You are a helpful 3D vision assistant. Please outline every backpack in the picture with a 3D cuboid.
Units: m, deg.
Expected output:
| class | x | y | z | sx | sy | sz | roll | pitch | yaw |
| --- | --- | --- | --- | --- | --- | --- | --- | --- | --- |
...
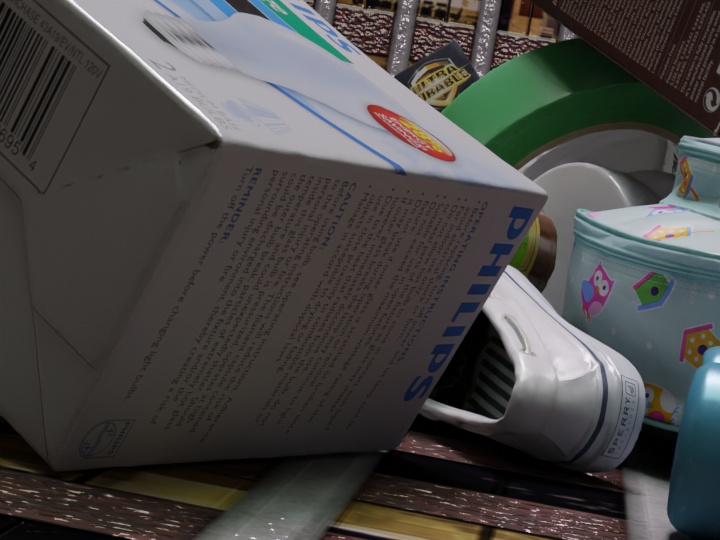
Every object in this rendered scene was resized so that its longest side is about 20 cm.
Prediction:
| class | x | y | z | sx | sy | sz | roll | pitch | yaw |
| --- | --- | --- | --- | --- | --- | --- | --- | --- | --- |
| backpack | 0.190 | 0.019 | 0.901 | 0.199 | 0.155 | 0.176 | -1 | 13 | -28 |

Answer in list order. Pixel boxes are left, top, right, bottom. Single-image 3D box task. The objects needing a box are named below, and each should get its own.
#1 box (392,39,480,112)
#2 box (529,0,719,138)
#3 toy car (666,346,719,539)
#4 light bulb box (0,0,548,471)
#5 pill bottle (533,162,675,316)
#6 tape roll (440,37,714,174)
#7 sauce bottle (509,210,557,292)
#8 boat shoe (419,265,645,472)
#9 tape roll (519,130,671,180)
| class | x | y | z | sx | sy | sz | roll | pitch | yaw |
| --- | --- | --- | --- | --- | --- | --- | --- | --- | --- |
| box | 0.011 | -0.060 | 1.296 | 0.158 | 0.046 | 0.200 | -31 | -14 | -1 |
| box | 0.177 | -0.132 | 1.033 | 0.100 | 0.075 | 0.200 | 8 | 22 | -32 |
| toy car | 0.219 | 0.007 | 0.716 | 0.183 | 0.202 | 0.177 | 10 | 4 | 12 |
| light bulb box | -0.074 | -0.038 | 0.720 | 0.198 | 0.125 | 0.199 | 41 | 20 | 28 |
| pill bottle | 0.176 | 0.010 | 1.086 | 0.199 | 0.115 | 0.114 | 15 | 0 | -41 |
| tape roll | 0.121 | -0.039 | 1.143 | 0.199 | 0.201 | 0.048 | 8 | 37 | -28 |
| sauce bottle | 0.012 | -0.034 | 0.941 | 0.199 | 0.065 | 0.064 | 23 | -6 | -43 |
| boat shoe | 0.045 | 0.029 | 0.857 | 0.066 | 0.074 | 0.200 | 18 | 0 | -27 |
| tape roll | 0.148 | -0.039 | 1.240 | 0.201 | 0.203 | 0.071 | 8 | 37 | -29 |
